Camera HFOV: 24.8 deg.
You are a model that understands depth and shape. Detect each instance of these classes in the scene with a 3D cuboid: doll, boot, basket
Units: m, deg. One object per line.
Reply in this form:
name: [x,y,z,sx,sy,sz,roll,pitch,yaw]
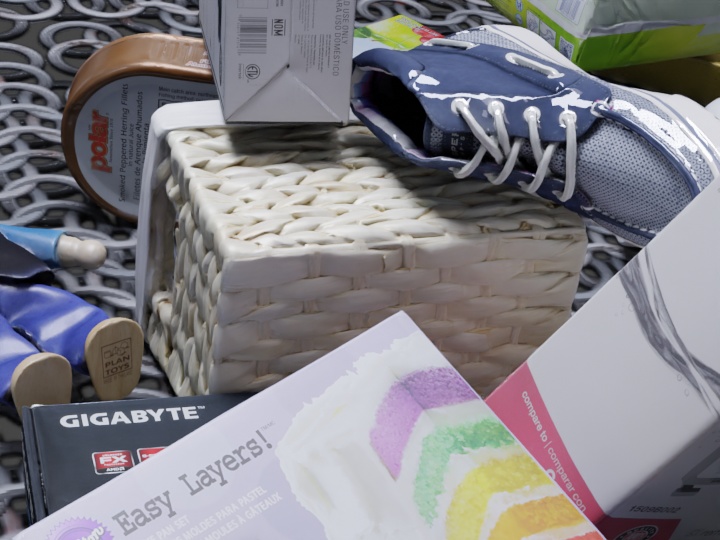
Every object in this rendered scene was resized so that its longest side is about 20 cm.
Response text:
doll: [-0.186,0.011,0.826,0.136,0.049,0.200,-26,38,-31]
boot: [0.078,-0.053,0.728,0.090,0.073,0.200,-13,29,-30]
basket: [0.000,0.000,0.807,0.199,0.136,0.123,-5,36,-20]

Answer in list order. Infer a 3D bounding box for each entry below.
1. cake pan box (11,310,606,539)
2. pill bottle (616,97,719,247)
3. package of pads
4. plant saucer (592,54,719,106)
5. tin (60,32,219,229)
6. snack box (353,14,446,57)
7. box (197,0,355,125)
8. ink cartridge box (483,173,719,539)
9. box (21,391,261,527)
cake pan box: [-0.005,0.131,0.599,0.200,0.052,0.184,-28,64,-30]
pill bottle: [0.255,-0.045,0.962,0.199,0.109,0.109,6,32,-3]
package of pads: [0.193,-0.208,1.157,0.199,0.068,0.155,-10,36,-28]
plant saucer: [0.259,-0.175,1.231,0.199,0.049,0.200,19,33,16]
tin: [-0.070,-0.072,0.927,0.199,0.112,0.042,7,31,-1]
snack box: [0.047,-0.091,1.041,0.200,0.053,0.142,32,40,33]
box: [-0.046,-0.156,0.822,0.060,0.117,0.200,0,21,-10]
ink cartridge box: [0.165,0.039,0.676,0.146,0.200,0.083,7,48,-40]
box: [-0.037,0.116,0.693,0.199,0.046,0.159,-2,35,-16]
